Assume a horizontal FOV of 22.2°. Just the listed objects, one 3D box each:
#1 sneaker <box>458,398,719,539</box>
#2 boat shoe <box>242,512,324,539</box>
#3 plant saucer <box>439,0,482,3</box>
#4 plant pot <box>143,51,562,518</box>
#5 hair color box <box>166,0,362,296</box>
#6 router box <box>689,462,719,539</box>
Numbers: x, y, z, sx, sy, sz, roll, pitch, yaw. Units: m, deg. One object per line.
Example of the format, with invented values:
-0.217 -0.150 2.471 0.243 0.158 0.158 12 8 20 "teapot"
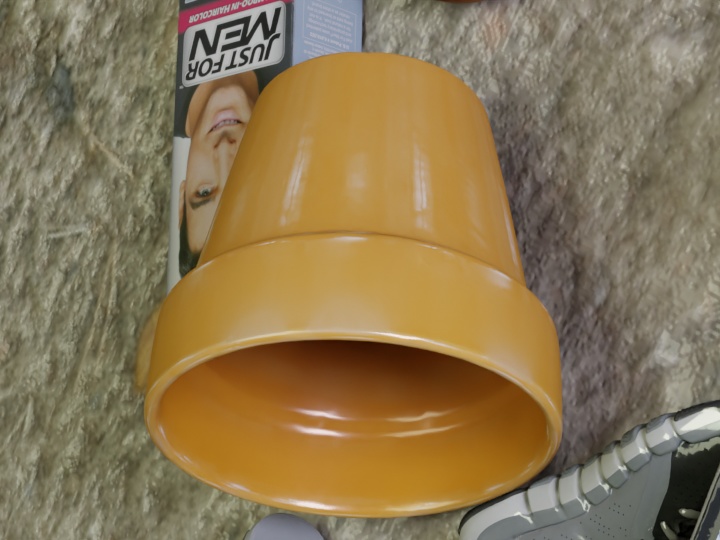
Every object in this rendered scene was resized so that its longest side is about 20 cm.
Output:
0.136 0.136 0.837 0.200 0.075 0.116 -34 65 43 "sneaker"
-0.067 0.222 0.966 0.066 0.072 0.201 -45 28 44 "boat shoe"
0.072 -0.243 0.999 0.200 0.032 0.201 -11 73 40 "plant saucer"
0.000 0.000 0.917 0.200 0.200 0.184 -24 50 37 "plant pot"
-0.055 -0.081 1.062 0.099 0.060 0.201 -9 76 41 "hair color box"
0.185 0.184 0.744 0.149 0.051 0.201 23 98 14 "router box"
